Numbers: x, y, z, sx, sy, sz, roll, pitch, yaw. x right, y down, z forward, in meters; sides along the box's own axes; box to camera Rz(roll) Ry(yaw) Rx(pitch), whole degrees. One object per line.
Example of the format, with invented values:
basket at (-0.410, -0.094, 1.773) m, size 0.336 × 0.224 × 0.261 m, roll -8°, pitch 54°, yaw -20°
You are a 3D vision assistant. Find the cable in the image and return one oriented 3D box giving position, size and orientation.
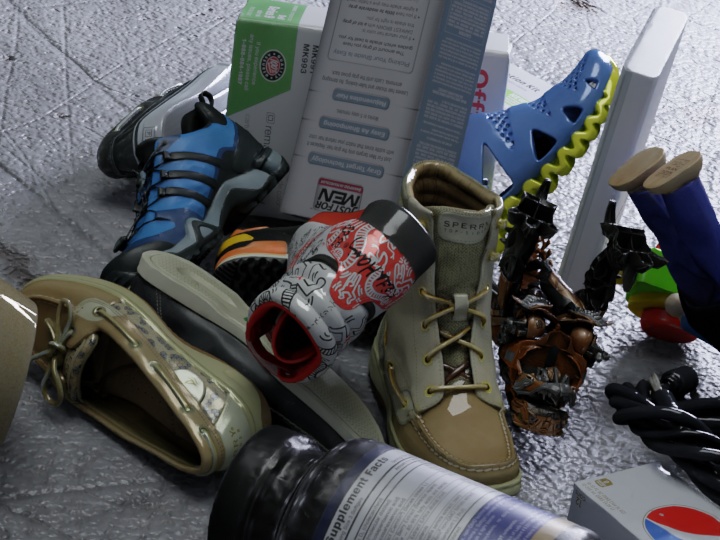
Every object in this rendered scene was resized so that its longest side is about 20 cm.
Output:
cable at (0.239, 0.118, 1.443) m, size 0.200 × 0.051 × 0.163 m, roll 39°, pitch 13°, yaw 29°

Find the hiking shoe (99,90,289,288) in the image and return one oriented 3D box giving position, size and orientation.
hiking shoe at (-0.131, -0.043, 1.643) m, size 0.087 × 0.074 × 0.200 m, roll 44°, pitch 38°, yaw -1°

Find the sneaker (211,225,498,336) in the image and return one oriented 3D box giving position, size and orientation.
sneaker at (0.000, 0.000, 1.636) m, size 0.199 × 0.070 × 0.090 m, roll 5°, pitch 30°, yaw -1°

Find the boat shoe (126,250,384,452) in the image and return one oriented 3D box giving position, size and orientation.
boat shoe at (-0.070, 0.067, 1.509) m, size 0.200 × 0.068 × 0.072 m, roll 35°, pitch 13°, yaw 20°

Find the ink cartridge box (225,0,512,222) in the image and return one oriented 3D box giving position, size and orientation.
ink cartridge box at (0.004, -0.108, 1.751) m, size 0.199 × 0.146 × 0.088 m, roll 8°, pitch 15°, yaw 0°

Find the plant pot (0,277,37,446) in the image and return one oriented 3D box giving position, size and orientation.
plant pot at (-0.295, 0.037, 1.400) m, size 0.199 × 0.188 × 0.187 m, roll 17°, pitch 25°, yaw -14°

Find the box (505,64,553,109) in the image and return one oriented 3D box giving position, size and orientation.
box at (0.046, -0.133, 1.936) m, size 0.200 × 0.041 × 0.156 m, roll -16°, pitch 36°, yaw -40°

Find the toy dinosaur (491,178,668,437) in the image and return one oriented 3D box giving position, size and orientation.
toy dinosaur at (0.115, 0.021, 1.554) m, size 0.102 × 0.136 × 0.200 m, roll 5°, pitch 34°, yaw -27°

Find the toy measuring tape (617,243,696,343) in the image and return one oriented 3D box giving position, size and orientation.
toy measuring tape at (0.252, 0.026, 1.678) m, size 0.199 × 0.074 × 0.074 m, roll 19°, pitch 24°, yaw -16°

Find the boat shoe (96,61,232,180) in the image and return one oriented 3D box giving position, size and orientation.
boat shoe at (-0.134, -0.113, 1.816) m, size 0.071 × 0.072 × 0.200 m, roll -4°, pitch 11°, yaw 25°

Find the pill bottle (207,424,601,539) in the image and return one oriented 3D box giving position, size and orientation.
pill bottle at (0.023, 0.157, 1.299) m, size 0.199 × 0.112 × 0.112 m, roll 21°, pitch 30°, yaw 24°

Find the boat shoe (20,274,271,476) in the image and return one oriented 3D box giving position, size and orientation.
boat shoe at (-0.146, 0.062, 1.477) m, size 0.200 × 0.074 × 0.063 m, roll 25°, pitch 29°, yaw 29°

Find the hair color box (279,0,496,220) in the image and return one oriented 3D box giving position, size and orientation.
hair color box at (0.021, -0.123, 1.642) m, size 0.099 × 0.201 × 0.061 m, roll 14°, pitch 0°, yaw 39°

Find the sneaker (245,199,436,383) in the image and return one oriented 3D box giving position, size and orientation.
sneaker at (-0.033, 0.019, 1.476) m, size 0.108 × 0.067 × 0.201 m, roll -42°, pitch 7°, yaw -19°

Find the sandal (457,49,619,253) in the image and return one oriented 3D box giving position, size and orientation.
sandal at (0.099, -0.080, 1.674) m, size 0.087 × 0.200 × 0.079 m, roll 42°, pitch 0°, yaw 1°

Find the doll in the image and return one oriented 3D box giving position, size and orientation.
doll at (0.237, 0.015, 1.566) m, size 0.048 × 0.200 × 0.136 m, roll -39°, pitch 22°, yaw -19°

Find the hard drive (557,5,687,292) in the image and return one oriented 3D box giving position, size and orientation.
hard drive at (0.176, -0.070, 1.673) m, size 0.027 × 0.201 × 0.132 m, roll 20°, pitch 29°, yaw 8°

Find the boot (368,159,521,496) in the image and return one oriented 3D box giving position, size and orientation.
boot at (0.058, 0.035, 1.491) m, size 0.072 × 0.155 × 0.200 m, roll 1°, pitch 28°, yaw -16°

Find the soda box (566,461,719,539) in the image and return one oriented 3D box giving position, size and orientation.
soda box at (0.196, 0.186, 1.340) m, size 0.068 × 0.064 × 0.200 m, roll -10°, pitch 33°, yaw -32°
